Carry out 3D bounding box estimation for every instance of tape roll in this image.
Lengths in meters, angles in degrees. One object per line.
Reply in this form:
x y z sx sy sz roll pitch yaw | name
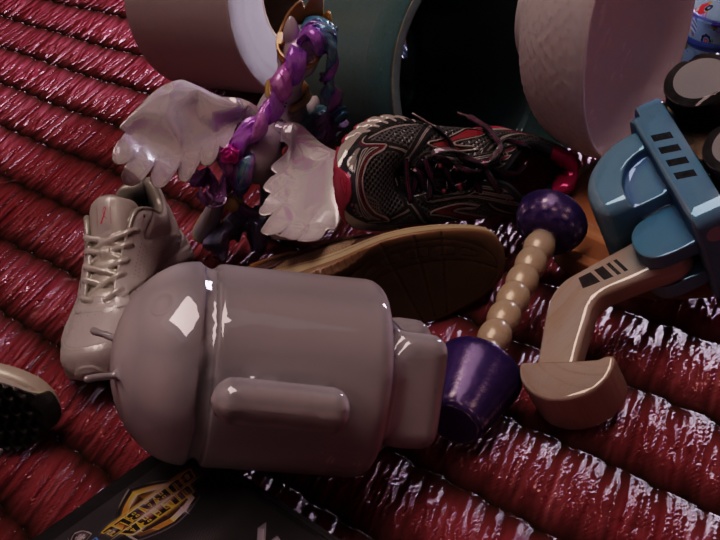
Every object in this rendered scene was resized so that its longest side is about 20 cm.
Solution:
-0.114 -0.277 1.249 0.139 0.204 0.203 12 39 35 | tape roll

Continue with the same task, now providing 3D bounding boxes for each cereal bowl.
0.171 -0.187 0.926 0.083 0.201 0.200 20 44 30 | cereal bowl

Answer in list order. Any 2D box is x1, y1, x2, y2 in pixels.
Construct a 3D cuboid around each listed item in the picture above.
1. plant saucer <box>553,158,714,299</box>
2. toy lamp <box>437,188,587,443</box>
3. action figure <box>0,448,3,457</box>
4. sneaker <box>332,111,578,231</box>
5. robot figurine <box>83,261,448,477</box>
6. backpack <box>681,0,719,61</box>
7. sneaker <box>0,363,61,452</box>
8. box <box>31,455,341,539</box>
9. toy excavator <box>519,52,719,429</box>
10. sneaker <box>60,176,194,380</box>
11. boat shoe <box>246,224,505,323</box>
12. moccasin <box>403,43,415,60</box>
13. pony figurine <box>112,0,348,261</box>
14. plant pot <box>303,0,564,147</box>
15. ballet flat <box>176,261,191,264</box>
0.231 -0.048 0.911 0.199 0.032 0.201 -9 32 6 | plant saucer
0.095 0.027 0.808 0.058 0.058 0.200 6 43 29 | toy lamp
-0.307 0.154 0.737 0.199 0.103 0.118 -5 10 -43 | action figure
0.066 -0.073 0.895 0.199 0.081 0.074 -11 14 -35 | sneaker
-0.054 0.056 0.715 0.199 0.114 0.170 6 5 -11 | robot figurine
0.352 -0.201 1.014 0.199 0.135 0.182 9 37 37 | backpack
-0.284 0.068 0.885 0.198 0.071 0.094 1 35 23 | sneaker
-0.108 0.189 0.648 0.200 0.050 0.198 -33 35 -29 | box
0.178 -0.012 0.794 0.199 0.100 0.195 -25 45 10 | toy excavator
-0.182 -0.001 0.928 0.077 0.100 0.200 -8 32 9 | sneaker
0.000 0.000 0.890 0.199 0.073 0.072 -16 29 3 | boat shoe
0.015 -0.181 1.171 0.199 0.069 0.080 -33 36 -29 | moccasin
-0.077 -0.091 0.942 0.166 0.200 0.194 25 58 0 | pony figurine
0.047 -0.164 1.033 0.200 0.201 0.196 -31 27 -27 | plant pot
-0.108 0.058 0.844 0.046 0.068 0.200 -13 37 -15 | ballet flat
